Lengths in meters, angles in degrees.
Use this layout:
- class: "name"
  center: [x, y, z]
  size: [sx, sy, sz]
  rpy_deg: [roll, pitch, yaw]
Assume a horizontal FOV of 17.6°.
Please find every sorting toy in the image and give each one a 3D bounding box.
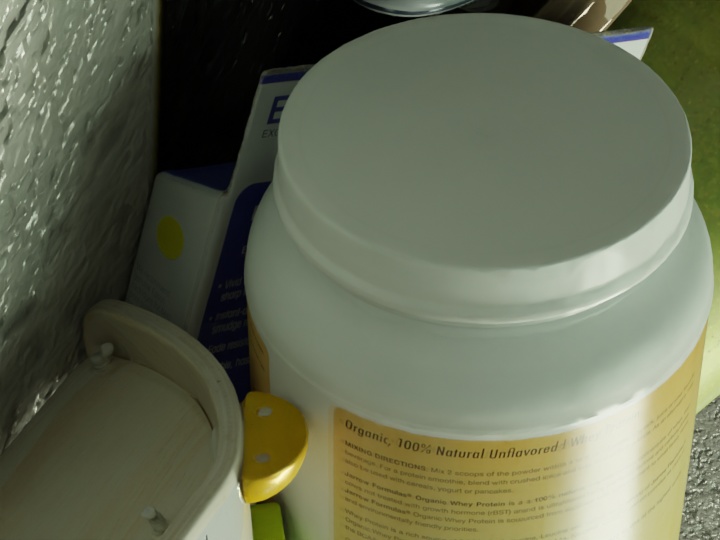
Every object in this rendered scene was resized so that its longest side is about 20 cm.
- class: "sorting toy"
  center: [-0.069, 0.141, 0.706]
  size: [0.200, 0.107, 0.180]
  rpy_deg: [-53, 141, -45]

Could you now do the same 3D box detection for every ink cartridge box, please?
- class: "ink cartridge box"
  center: [0.000, 0.000, 0.838]
  size: [0.198, 0.047, 0.200]
  rpy_deg: [-11, 127, -44]

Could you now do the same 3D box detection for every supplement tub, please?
- class: "supplement tub"
  center: [0.036, 0.034, 0.746]
  size: [0.145, 0.145, 0.200]
  rpy_deg: [-55, 155, -42]

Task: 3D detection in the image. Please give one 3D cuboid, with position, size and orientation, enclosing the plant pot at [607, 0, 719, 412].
- class: "plant pot"
  center: [0.127, -0.023, 1.000]
  size: [0.184, 0.200, 0.200]
  rpy_deg: [-47, 166, -3]

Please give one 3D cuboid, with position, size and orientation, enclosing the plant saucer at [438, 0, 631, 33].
- class: "plant saucer"
  center: [0.080, -0.121, 0.939]
  size: [0.200, 0.029, 0.200]
  rpy_deg: [-47, -169, 12]

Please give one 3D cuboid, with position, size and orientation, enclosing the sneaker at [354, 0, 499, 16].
- class: "sneaker"
  center: [0.043, -0.128, 0.876]
  size: [0.200, 0.073, 0.071]
  rpy_deg: [-49, 155, -54]
